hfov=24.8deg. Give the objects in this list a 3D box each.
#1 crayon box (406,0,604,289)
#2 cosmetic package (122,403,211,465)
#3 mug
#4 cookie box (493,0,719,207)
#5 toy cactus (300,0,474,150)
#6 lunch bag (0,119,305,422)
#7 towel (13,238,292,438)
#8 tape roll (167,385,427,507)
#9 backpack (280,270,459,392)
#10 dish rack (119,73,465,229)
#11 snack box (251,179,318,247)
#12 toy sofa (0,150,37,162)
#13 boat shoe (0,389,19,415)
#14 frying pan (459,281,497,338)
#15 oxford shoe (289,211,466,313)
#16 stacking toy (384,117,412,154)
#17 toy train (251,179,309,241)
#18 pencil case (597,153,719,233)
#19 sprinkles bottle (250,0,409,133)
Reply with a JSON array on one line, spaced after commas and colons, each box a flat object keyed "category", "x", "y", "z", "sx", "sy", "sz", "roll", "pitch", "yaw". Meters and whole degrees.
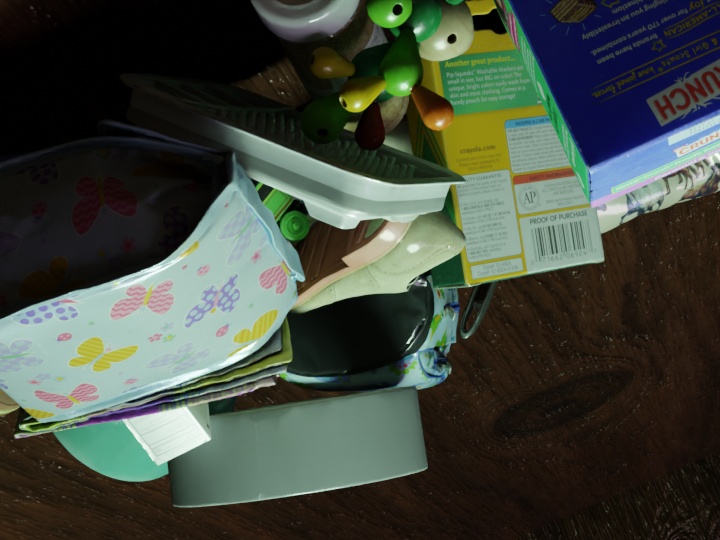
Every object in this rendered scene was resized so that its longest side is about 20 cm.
[{"category": "crayon box", "x": 0.101, "y": -0.095, "z": 1.197, "sx": 0.125, "sy": 0.201, "sz": 0.051, "roll": -9, "pitch": -178, "yaw": -29}, {"category": "cosmetic package", "x": -0.153, "y": 0.045, "z": 1.222, "sx": 0.050, "sy": 0.200, "sz": 0.083, "roll": -25, "pitch": 124, "yaw": 8}, {"category": "mug", "x": -0.164, "y": 0.091, "z": 1.382, "sx": 0.184, "sy": 0.153, "sz": 0.114, "roll": 24, "pitch": 137, "yaw": -27}, {"category": "cookie box", "x": 0.182, "y": -0.168, "z": 1.045, "sx": 0.170, "sy": 0.201, "sz": 0.075, "roll": -23, "pitch": 160, "yaw": 4}, {"category": "toy cactus", "x": 0.047, "y": -0.152, "z": 0.996, "sx": 0.201, "sy": 0.102, "sz": 0.165, "roll": -60, "pitch": 168, "yaw": 9}, {"category": "lunch bag", "x": -0.147, "y": -0.004, "z": 1.014, "sx": 0.199, "sy": 0.128, "sz": 0.170, "roll": -16, "pitch": 155, "yaw": 7}, {"category": "towel", "x": -0.138, "y": 0.042, "z": 1.121, "sx": 0.199, "sy": 0.144, "sz": 0.023, "roll": -13, "pitch": 129, "yaw": 10}, {"category": "tape roll", "x": -0.050, "y": 0.134, "z": 1.262, "sx": 0.199, "sy": 0.067, "sz": 0.200, "roll": -8, "pitch": 175, "yaw": -1}, {"category": "backpack", "x": 0.009, "y": 0.042, "z": 1.369, "sx": 0.162, "sy": 0.155, "sz": 0.200, "roll": -7, "pitch": -168, "yaw": 15}, {"category": "dish rack", "x": -0.045, "y": -0.073, "z": 1.050, "sx": 0.171, "sy": 0.199, "sz": 0.044, "roll": -8, "pitch": 118, "yaw": -68}, {"category": "snack box", "x": -0.064, "y": -0.038, "z": 1.350, "sx": 0.116, "sy": 0.037, "sz": 0.200, "roll": -24, "pitch": 160, "yaw": 4}, {"category": "toy sofa", "x": -0.186, "y": -0.057, "z": 1.118, "sx": 0.199, "sy": 0.083, "sz": 0.098, "roll": -10, "pitch": 151, "yaw": -30}, {"category": "boat shoe", "x": -0.298, "y": 0.064, "z": 1.318, "sx": 0.067, "sy": 0.072, "sz": 0.200, "roll": -22, "pitch": 157, "yaw": 5}, {"category": "frying pan", "x": 0.112, "y": -0.046, "z": 1.359, "sx": 0.190, "sy": 0.115, "sz": 0.031, "roll": -44, "pitch": 147, "yaw": -9}, {"category": "oxford shoe", "x": 0.000, "y": 0.000, "z": 1.190, "sx": 0.074, "sy": 0.071, "sz": 0.200, "roll": 27, "pitch": 154, "yaw": -21}, {"category": "stacking toy", "x": 0.118, "y": -0.100, "z": 1.307, "sx": 0.200, "sy": 0.146, "sz": 0.146, "roll": -36, "pitch": 164, "yaw": -18}, {"category": "toy train", "x": -0.070, "y": -0.036, "z": 1.210, "sx": 0.200, "sy": 0.056, "sz": 0.042, "roll": -51, "pitch": -168, "yaw": -11}, {"category": "pencil case", "x": 0.240, "y": -0.080, "z": 1.492, "sx": 0.199, "sy": 0.078, "sz": 0.089, "roll": -21, "pitch": 179, "yaw": -2}, {"category": "sprinkles bottle", "x": -0.017, "y": -0.150, "z": 1.077, "sx": 0.068, "sy": 0.069, "sz": 0.200, "roll": -24, "pitch": 159, "yaw": 5}]
